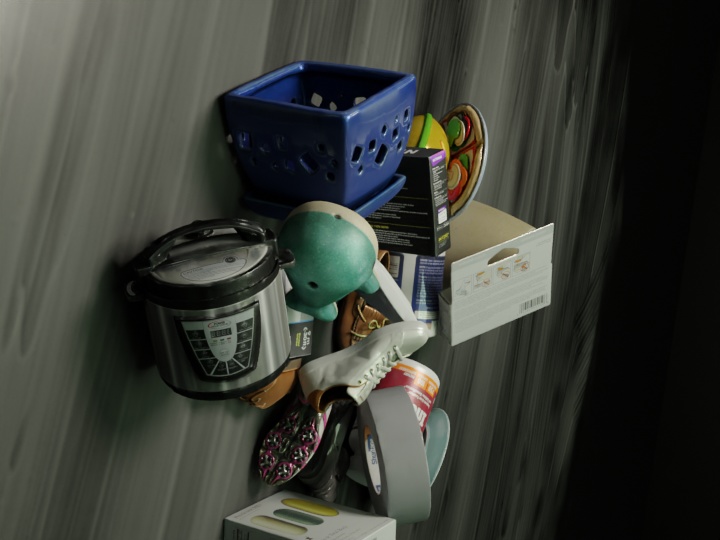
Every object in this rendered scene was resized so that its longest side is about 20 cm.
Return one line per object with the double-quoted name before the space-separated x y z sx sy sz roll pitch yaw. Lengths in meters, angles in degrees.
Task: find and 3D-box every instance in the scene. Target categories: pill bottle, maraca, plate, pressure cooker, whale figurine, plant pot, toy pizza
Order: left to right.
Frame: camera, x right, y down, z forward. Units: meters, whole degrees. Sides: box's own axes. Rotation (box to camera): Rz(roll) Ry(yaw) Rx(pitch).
"pressure cooker" -0.179 0.034 1.391 0.176 0.177 0.202 -40 133 -49
"whale figurine" -0.054 0.006 1.483 0.201 0.158 0.104 111 0 -48
"plant pot" -0.049 -0.166 1.551 0.200 0.198 0.182 -37 133 -50
"plate" 0.000 0.000 1.666 0.032 0.200 0.200 -45 140 -8
"pill bottle" 0.049 0.251 1.877 0.113 0.112 0.202 51 54 -50
"plate" 0.081 0.317 1.912 0.025 0.200 0.202 29 66 -16
"pill bottle" 0.081 0.003 1.879 0.111 0.110 0.203 -1 97 -59
"maraca" 0.085 -0.167 1.829 0.201 0.106 0.138 -76 -179 -48
"toy pizza" 0.144 -0.179 1.894 0.031 0.200 0.203 11 86 -26
"plant pot" 0.206 -0.038 1.993 0.187 0.198 0.190 -19 112 -57

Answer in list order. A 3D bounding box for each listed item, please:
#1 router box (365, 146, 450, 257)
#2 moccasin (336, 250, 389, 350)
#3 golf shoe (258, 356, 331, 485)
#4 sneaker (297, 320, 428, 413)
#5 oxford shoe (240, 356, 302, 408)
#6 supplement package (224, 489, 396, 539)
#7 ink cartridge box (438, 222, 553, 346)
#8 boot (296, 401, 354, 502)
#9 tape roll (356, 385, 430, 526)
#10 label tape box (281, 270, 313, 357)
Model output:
"router box" 0.033 -0.106 1.688 0.051 0.198 0.151 -31 122 -51
"moccasin" 0.013 0.065 1.810 0.073 0.077 0.204 17 82 -59
"golf shoe" -0.084 0.229 1.690 0.201 0.072 0.092 -60 171 -17
"sneaker" 0.015 0.143 1.624 0.073 0.198 0.085 57 8 -54
"oxford shoe" -0.143 0.160 1.583 0.199 0.071 0.072 -4 104 -60
"supplement package" -0.073 0.423 1.629 0.151 0.198 0.153 -13 107 -57
"ink cartridge box" 0.219 0.015 1.858 0.198 0.044 0.175 -21 131 -19
"boot" -0.044 0.256 1.788 0.201 0.069 0.132 -61 150 -23
"tape roll" 0.047 0.276 1.707 0.200 0.065 0.203 170 -90 -80
"label tape box" -0.106 0.047 1.623 0.199 0.066 0.145 -4 100 -57
